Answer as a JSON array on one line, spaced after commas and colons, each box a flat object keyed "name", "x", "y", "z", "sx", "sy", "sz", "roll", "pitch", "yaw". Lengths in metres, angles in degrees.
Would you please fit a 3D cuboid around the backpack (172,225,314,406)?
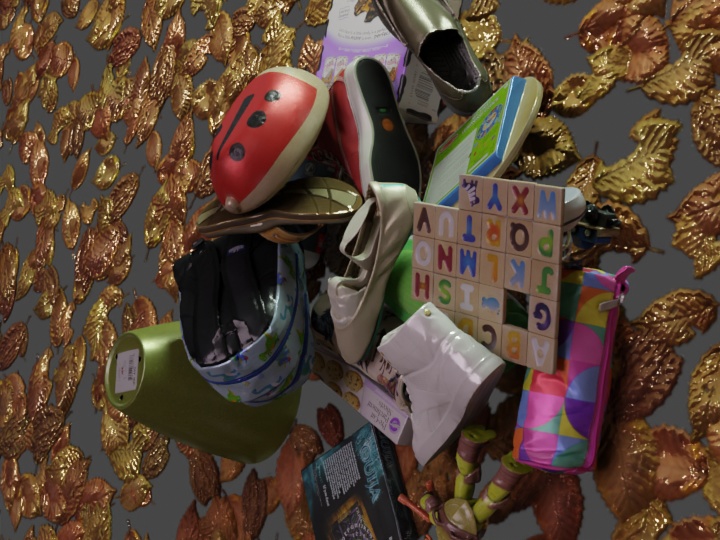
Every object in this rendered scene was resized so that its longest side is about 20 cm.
[{"name": "backpack", "x": -0.125, "y": 0.052, "z": 1.308, "sx": 0.162, "sy": 0.154, "sz": 0.200, "roll": -25, "pitch": 26, "yaw": 8}]

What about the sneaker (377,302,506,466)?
[{"name": "sneaker", "x": 0.066, "y": 0.108, "z": 1.168, "sx": 0.115, "sy": 0.074, "sz": 0.201, "roll": 42, "pitch": 145, "yaw": 16}]

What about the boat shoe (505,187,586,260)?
[{"name": "boat shoe", "x": 0.160, "y": -0.024, "z": 1.146, "sx": 0.202, "sy": 0.074, "sz": 0.087, "roll": -12, "pitch": 103, "yaw": 63}]

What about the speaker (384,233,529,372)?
[{"name": "speaker", "x": 0.089, "y": 0.031, "z": 1.235, "sx": 0.200, "sy": 0.088, "sz": 0.089, "roll": 37, "pitch": 107, "yaw": 47}]

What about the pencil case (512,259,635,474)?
[{"name": "pencil case", "x": 0.197, "y": 0.090, "z": 1.098, "sx": 0.088, "sy": 0.088, "sz": 0.202, "roll": 8, "pitch": 87, "yaw": 49}]

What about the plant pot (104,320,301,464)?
[{"name": "plant pot", "x": -0.206, "y": 0.135, "z": 1.454, "sx": 0.186, "sy": 0.199, "sz": 0.189, "roll": -17, "pitch": 66, "yaw": 45}]

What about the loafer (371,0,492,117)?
[{"name": "loafer", "x": 0.079, "y": -0.261, "z": 1.277, "sx": 0.075, "sy": 0.070, "sz": 0.200, "roll": -37, "pitch": 86, "yaw": -1}]

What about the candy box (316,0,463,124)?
[{"name": "candy box", "x": 0.033, "y": -0.280, "z": 1.399, "sx": 0.167, "sy": 0.071, "sz": 0.202, "roll": 10, "pitch": 88, "yaw": 50}]

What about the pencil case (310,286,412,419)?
[{"name": "pencil case", "x": 0.023, "y": 0.087, "z": 1.297, "sx": 0.090, "sy": 0.078, "sz": 0.200, "roll": -52, "pitch": 42, "yaw": -3}]

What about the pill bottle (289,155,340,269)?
[{"name": "pill bottle", "x": -0.099, "y": -0.063, "z": 1.451, "sx": 0.119, "sy": 0.119, "sz": 0.202, "roll": 13, "pitch": 90, "yaw": 50}]

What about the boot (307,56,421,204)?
[{"name": "boot", "x": -0.007, "y": -0.120, "z": 1.332, "sx": 0.144, "sy": 0.072, "sz": 0.202, "roll": -32, "pitch": 66, "yaw": 50}]

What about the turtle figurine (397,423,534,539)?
[{"name": "turtle figurine", "x": 0.100, "y": 0.236, "z": 1.160, "sx": 0.200, "sy": 0.064, "sz": 0.162, "roll": 43, "pitch": 122, "yaw": 48}]

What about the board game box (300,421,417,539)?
[{"name": "board game box", "x": 0.002, "y": 0.286, "z": 1.303, "sx": 0.135, "sy": 0.028, "sz": 0.201, "roll": -39, "pitch": 52, "yaw": 35}]

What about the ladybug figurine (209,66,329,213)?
[{"name": "ladybug figurine", "x": -0.107, "y": -0.150, "z": 1.292, "sx": 0.135, "sy": 0.072, "sz": 0.201, "roll": -14, "pitch": 43, "yaw": 43}]

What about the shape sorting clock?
[{"name": "shape sorting clock", "x": 0.122, "y": -0.114, "z": 1.217, "sx": 0.200, "sy": 0.039, "sz": 0.200, "roll": -52, "pitch": 17, "yaw": 23}]

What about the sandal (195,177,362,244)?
[{"name": "sandal", "x": -0.086, "y": -0.057, "z": 1.295, "sx": 0.198, "sy": 0.054, "sz": 0.081, "roll": -8, "pitch": 33, "yaw": 21}]

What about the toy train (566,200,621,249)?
[{"name": "toy train", "x": 0.182, "y": -0.056, "z": 1.192, "sx": 0.199, "sy": 0.034, "sz": 0.046, "roll": 18, "pitch": 105, "yaw": 51}]

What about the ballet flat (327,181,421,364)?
[{"name": "ballet flat", "x": 0.000, "y": 0.000, "z": 1.231, "sx": 0.069, "sy": 0.069, "sz": 0.201, "roll": 31, "pitch": 105, "yaw": 48}]

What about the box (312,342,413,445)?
[{"name": "box", "x": 0.005, "y": 0.134, "z": 1.336, "sx": 0.200, "sy": 0.038, "sz": 0.042, "roll": 36, "pitch": 108, "yaw": 48}]

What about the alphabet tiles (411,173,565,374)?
[{"name": "alphabet tiles", "x": 0.115, "y": -0.005, "z": 1.115, "sx": 0.199, "sy": 0.008, "sz": 0.169, "roll": 14, "pitch": 107, "yaw": 51}]
